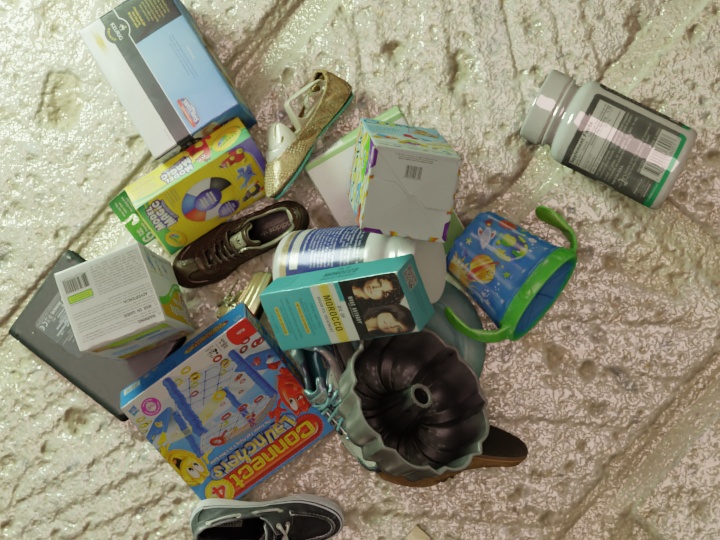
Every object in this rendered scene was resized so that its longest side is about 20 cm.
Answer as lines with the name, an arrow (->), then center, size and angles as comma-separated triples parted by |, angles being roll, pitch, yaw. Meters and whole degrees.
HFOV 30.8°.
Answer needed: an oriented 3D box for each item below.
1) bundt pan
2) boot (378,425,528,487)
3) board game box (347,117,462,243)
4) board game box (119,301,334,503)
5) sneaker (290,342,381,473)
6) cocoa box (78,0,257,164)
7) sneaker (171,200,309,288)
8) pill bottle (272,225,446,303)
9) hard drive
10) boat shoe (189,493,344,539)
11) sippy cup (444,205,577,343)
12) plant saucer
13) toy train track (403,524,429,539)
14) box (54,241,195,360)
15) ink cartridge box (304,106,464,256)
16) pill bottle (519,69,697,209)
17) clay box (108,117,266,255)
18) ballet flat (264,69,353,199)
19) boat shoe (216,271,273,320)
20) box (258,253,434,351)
bundt pan -> 0.056, 0.169, 1.594 | 0.202, 0.202, 0.076 | 52, 135, 7
boot -> 0.114, 0.238, 1.678 | 0.199, 0.074, 0.076 | 4, 113, 5
board game box -> 0.048, -0.112, 1.577 | 0.104, 0.200, 0.103 | 9, 105, -7
board game box -> -0.169, 0.178, 1.668 | 0.200, 0.056, 0.196 | -37, 110, 3
sneaker -> -0.030, 0.168, 1.637 | 0.078, 0.086, 0.200 | -42, 65, 26
cocoa box -> -0.247, -0.251, 1.705 | 0.131, 0.133, 0.200 | -33, 83, 3
sneaker -> -0.164, -0.040, 1.711 | 0.200, 0.076, 0.071 | -28, 84, 4
pill bottle -> 0.000, 0.000, 1.640 | 0.199, 0.116, 0.116 | -5, 86, 29
hard drive -> -0.351, 0.087, 1.746 | 0.200, 0.033, 0.140 | 37, 91, 8
boat shoe -> -0.116, 0.328, 1.662 | 0.199, 0.068, 0.072 | 5, 108, -13
sippy cup -> 0.182, -0.002, 1.649 | 0.130, 0.178, 0.140 | 37, 126, 18
plant saucer -> 0.062, 0.100, 1.691 | 0.199, 0.036, 0.201 | 0, 89, 5
toy train track -> 0.015, 0.412, 1.684 | 0.115, 0.033, 0.200 | 41, 90, 7
box -> -0.287, 0.042, 1.625 | 0.112, 0.200, 0.102 | -21, 82, 0
ink cartridge box -> 0.036, -0.092, 1.709 | 0.145, 0.048, 0.200 | -29, 107, 4
pill bottle -> 0.311, -0.168, 1.647 | 0.200, 0.113, 0.113 | 28, 90, 8
clay box -> -0.214, -0.100, 1.689 | 0.200, 0.115, 0.048 | -34, 55, -3
ballet flat -> -0.083, -0.181, 1.687 | 0.065, 0.070, 0.200 | 42, 60, -20
boat shoe -> -0.181, 0.080, 1.707 | 0.063, 0.073, 0.200 | 33, 91, 5
box -> -0.018, 0.041, 1.568 | 0.199, 0.049, 0.083 | -10, 111, 31
